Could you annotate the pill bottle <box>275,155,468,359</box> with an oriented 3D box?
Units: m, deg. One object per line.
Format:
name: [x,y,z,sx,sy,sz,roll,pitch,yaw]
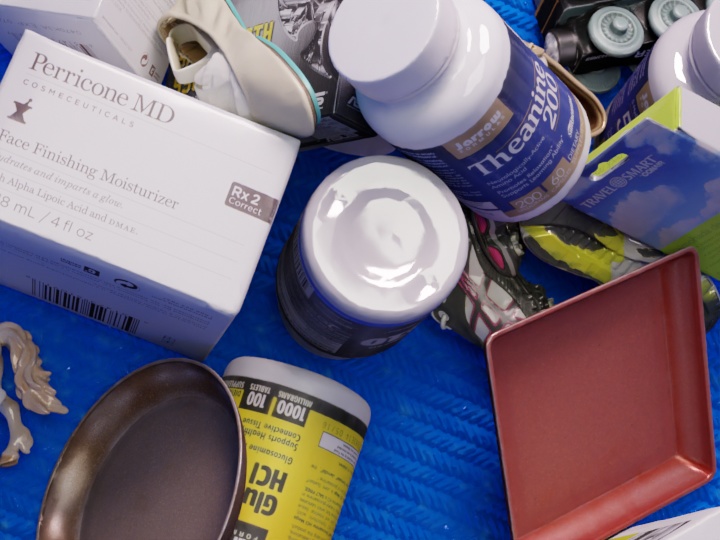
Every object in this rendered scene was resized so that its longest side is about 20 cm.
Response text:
pill bottle: [0.000,0.000,1.069,0.113,0.200,0.114,2,77,-10]

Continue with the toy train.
toy train: [0.236,-0.219,1.234,0.199,0.085,0.114,-12,70,-14]

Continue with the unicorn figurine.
unicorn figurine: [-0.319,0.084,1.059,0.199,0.074,0.138,-10,69,-28]

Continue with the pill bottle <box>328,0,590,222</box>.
pill bottle: [0.066,-0.118,1.010,0.111,0.200,0.111,-15,62,29]

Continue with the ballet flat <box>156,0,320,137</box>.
ballet flat: [-0.091,-0.137,1.032,0.069,0.070,0.200,-13,35,-20]

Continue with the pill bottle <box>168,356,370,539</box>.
pill bottle: [-0.073,0.171,1.059,0.112,0.112,0.201,20,74,-6]

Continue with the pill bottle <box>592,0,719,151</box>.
pill bottle: [0.264,-0.127,1.146,0.119,0.200,0.120,4,67,-10]

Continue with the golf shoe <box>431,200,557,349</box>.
golf shoe: [0.105,0.034,1.160,0.088,0.077,0.201,-23,91,16]

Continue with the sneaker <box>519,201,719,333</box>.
sneaker: [0.204,-0.018,1.181,0.200,0.085,0.074,36,112,-21]

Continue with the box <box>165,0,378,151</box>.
box: [-0.061,-0.164,1.102,0.048,0.200,0.159,21,71,-43]

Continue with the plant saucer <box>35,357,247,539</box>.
plant saucer: [-0.145,0.158,1.029,0.032,0.200,0.201,33,68,-42]

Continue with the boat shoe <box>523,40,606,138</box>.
boat shoe: [0.116,-0.148,1.147,0.200,0.069,0.074,21,76,-43]

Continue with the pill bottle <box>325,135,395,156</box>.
pill bottle: [0.009,-0.195,1.163,0.110,0.111,0.201,14,74,-8]

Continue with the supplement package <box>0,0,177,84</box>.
supplement package: [-0.187,-0.250,1.114,0.116,0.117,0.201,11,72,21]

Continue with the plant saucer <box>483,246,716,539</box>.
plant saucer: [0.173,0.100,1.113,0.199,0.037,0.201,-22,115,-27]

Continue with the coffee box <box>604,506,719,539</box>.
coffee box: [0.182,0.303,1.036,0.197,0.200,0.200,-26,83,-15]

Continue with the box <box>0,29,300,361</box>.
box: [-0.166,-0.043,1.045,0.198,0.200,0.131,21,74,-7]

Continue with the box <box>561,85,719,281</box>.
box: [0.251,-0.057,1.093,0.199,0.122,0.048,24,54,-20]
